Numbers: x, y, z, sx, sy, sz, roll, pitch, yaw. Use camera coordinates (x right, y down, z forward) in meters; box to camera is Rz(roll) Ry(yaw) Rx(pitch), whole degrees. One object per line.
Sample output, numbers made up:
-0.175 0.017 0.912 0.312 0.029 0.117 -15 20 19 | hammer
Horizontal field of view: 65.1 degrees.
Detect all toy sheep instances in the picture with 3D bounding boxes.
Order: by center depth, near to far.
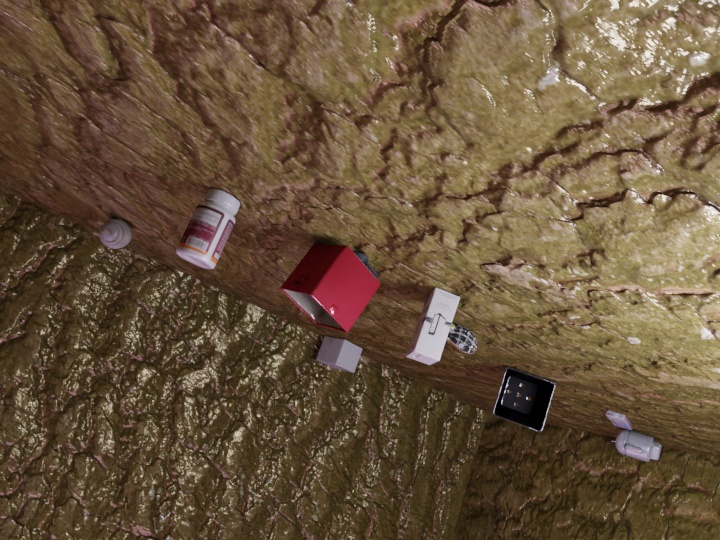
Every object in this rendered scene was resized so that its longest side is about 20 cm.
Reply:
-1.042 -0.156 2.382 0.137 0.139 0.200 21 -178 0 | toy sheep

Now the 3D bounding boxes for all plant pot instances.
0.659 0.517 2.307 0.198 0.202 0.177 17 177 12 | plant pot

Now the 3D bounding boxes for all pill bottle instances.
-0.416 -0.116 1.556 0.113 0.202 0.114 20 164 6 | pill bottle

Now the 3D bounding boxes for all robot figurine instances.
1.252 0.794 2.561 0.199 0.114 0.169 10 180 33 | robot figurine

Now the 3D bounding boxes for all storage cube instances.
-0.086 0.044 1.617 0.170 0.180 0.200 7 145 52 | storage cube

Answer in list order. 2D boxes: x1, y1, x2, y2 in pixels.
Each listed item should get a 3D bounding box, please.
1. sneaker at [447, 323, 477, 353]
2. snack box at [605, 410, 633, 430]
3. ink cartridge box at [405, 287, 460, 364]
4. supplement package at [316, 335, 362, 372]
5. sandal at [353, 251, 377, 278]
0.319 0.221 1.979 0.199 0.077 0.085 32 170 2 | sneaker
1.107 0.642 2.409 0.071 0.025 0.200 7 159 39 | snack box
0.215 0.171 1.682 0.084 0.202 0.146 21 165 1 | ink cartridge box
-0.123 0.485 3.263 0.150 0.153 0.199 32 161 -35 | supplement package
-0.001 0.000 1.689 0.075 0.043 0.200 15 163 21 | sandal
